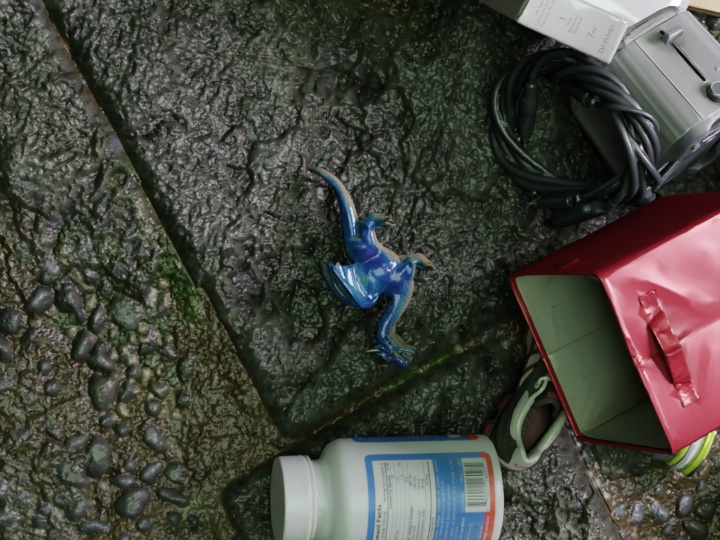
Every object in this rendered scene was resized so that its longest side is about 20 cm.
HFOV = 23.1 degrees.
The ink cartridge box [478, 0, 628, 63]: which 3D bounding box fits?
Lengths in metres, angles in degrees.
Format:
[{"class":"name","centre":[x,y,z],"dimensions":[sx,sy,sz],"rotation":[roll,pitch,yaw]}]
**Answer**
[{"class":"ink cartridge box","centre":[0.131,-0.252,1.574],"dimensions":[0.176,0.200,0.045],"rotation":[24,100,-12]}]

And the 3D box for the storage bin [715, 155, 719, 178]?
[{"class":"storage bin","centre":[0.423,-0.067,1.679],"dimensions":[0.145,0.134,0.200],"rotation":[-18,96,-11]}]

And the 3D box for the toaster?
[{"class":"toaster","centre":[0.275,-0.151,1.625],"dimensions":[0.114,0.200,0.129],"rotation":[-31,77,-19]}]

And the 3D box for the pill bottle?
[{"class":"pill bottle","centre":[0.022,0.207,1.611],"dimensions":[0.200,0.112,0.113],"rotation":[0,92,-12]}]

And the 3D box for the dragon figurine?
[{"class":"dragon figurine","centre":[0.000,0.000,1.626],"dimensions":[0.099,0.059,0.200],"rotation":[-45,101,-8]}]

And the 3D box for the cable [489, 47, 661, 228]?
[{"class":"cable","centre":[0.198,-0.127,1.604],"dimensions":[0.051,0.200,0.163],"rotation":[-22,90,-32]}]

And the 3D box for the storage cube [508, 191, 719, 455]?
[{"class":"storage cube","centre":[0.268,0.041,1.548],"dimensions":[0.180,0.200,0.171],"rotation":[-26,98,-18]}]

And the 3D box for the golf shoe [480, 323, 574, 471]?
[{"class":"golf shoe","centre":[0.186,0.099,1.657],"dimensions":[0.077,0.088,0.200],"rotation":[24,85,-11]}]

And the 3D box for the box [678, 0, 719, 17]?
[{"class":"box","centre":[0.316,-0.356,1.703],"dimensions":[0.163,0.021,0.200],"rotation":[11,90,-12]}]

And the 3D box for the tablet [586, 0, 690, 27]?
[{"class":"tablet","centre":[0.283,-0.327,1.679],"dimensions":[0.130,0.014,0.200],"rotation":[31,86,-11]}]

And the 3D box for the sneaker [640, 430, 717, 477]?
[{"class":"sneaker","centre":[0.313,0.094,1.693],"dimensions":[0.081,0.074,0.200],"rotation":[17,86,-9]}]
